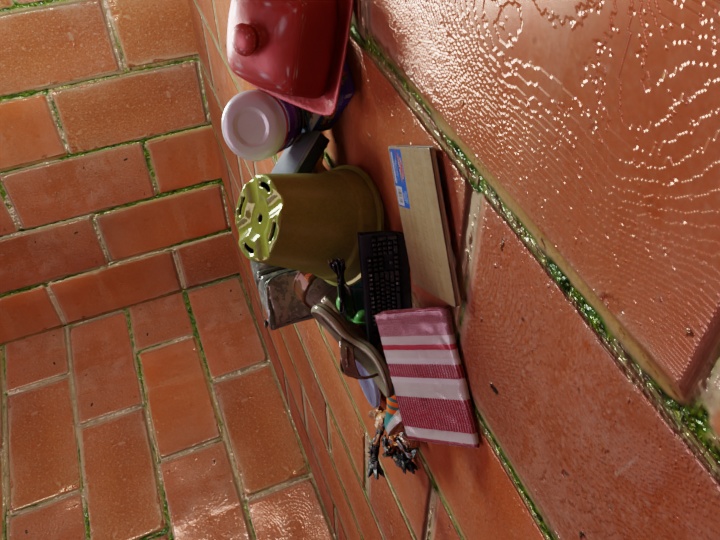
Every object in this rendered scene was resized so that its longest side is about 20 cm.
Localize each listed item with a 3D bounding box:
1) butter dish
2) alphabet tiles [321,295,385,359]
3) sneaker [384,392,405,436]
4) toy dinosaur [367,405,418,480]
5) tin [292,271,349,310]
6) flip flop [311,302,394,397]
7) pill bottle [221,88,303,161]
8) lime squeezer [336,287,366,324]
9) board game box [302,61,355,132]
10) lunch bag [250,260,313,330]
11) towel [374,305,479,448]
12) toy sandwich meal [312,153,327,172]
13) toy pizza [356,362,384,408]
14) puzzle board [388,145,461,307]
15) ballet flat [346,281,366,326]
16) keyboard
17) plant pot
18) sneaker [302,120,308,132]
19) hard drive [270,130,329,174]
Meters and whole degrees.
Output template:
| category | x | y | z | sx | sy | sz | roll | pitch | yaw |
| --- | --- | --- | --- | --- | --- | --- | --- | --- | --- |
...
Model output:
| category | x | y | z | sx | sy | sz | roll | pitch | yaw |
| --- | --- | --- | --- | --- | --- | --- | --- | --- | --- |
| butter dish | -0.128 | -0.340 | 0.974 | 0.197 | 0.147 | 0.204 | 27 | 122 | 25 |
| alphabet tiles | 0.000 | 0.126 | 1.212 | 0.201 | 0.015 | 0.196 | 51 | -179 | 4 |
| sneaker | 0.075 | 0.205 | 1.117 | 0.202 | 0.070 | 0.081 | 108 | 145 | -51 |
| toy dinosaur | 0.063 | 0.312 | 1.272 | 0.200 | 0.099 | 0.140 | -89 | 1 | -80 |
| tin | -0.060 | 0.034 | 1.276 | 0.042 | 0.111 | 0.200 | 54 | -179 | 27 |
| flip flop | -0.019 | 0.134 | 1.076 | 0.200 | 0.057 | 0.082 | 44 | 158 | 20 |
| pill bottle | -0.163 | -0.262 | 1.176 | 0.200 | 0.109 | 0.115 | -63 | -38 | -70 |
| lime squeezer | 0.001 | 0.060 | 1.155 | 0.200 | 0.071 | 0.038 | 46 | -163 | 18 |
| board game box | -0.069 | -0.329 | 1.137 | 0.200 | 0.044 | 0.138 | 158 | 96 | -75 |
| lunch bag | -0.125 | 0.027 | 1.424 | 0.140 | 0.195 | 0.171 | 105 | 149 | -67 |
| towel | 0.098 | 0.153 | 0.970 | 0.142 | 0.022 | 0.205 | -7 | 100 | 49 |
| toy sandwich meal | -0.074 | -0.142 | 1.315 | 0.205 | 0.068 | 0.211 | 166 | 91 | -78 |
| toy pizza | 0.011 | 0.185 | 1.387 | 0.200 | 0.031 | 0.205 | 162 | 91 | -79 |
| puzzle board | 0.086 | -0.066 | 0.895 | 0.150 | 0.017 | 0.205 | -147 | 44 | -70 |
| ballet flat | 0.000 | 0.000 | 1.193 | 0.072 | 0.070 | 0.205 | -142 | 41 | -65 |
| keyboard | 0.016 | 0.030 | 1.048 | 0.021 | 0.123 | 0.204 | -85 | -10 | -58 |
| plant pot | -0.093 | -0.078 | 1.070 | 0.198 | 0.181 | 0.207 | -3 | 85 | 48 |
| sneaker | -0.127 | -0.360 | 1.310 | 0.089 | 0.077 | 0.205 | 12 | 122 | 52 |
| hard drive | -0.140 | -0.158 | 1.218 | 0.033 | 0.203 | 0.139 | 33 | 174 | -25 |
